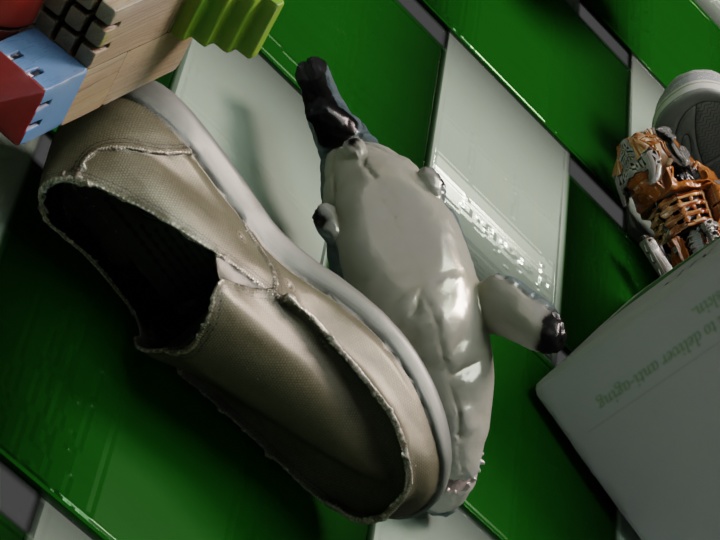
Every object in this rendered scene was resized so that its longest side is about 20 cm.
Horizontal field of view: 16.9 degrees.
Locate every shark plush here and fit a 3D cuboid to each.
[{"bbox_3d":[0.000,0.000,0.993,0.091,0.083,0.200,-25,64,-19],"label":"shark plush"}]

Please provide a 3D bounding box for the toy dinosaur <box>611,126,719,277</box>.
[{"bbox_3d":[0.209,0.011,1.301,0.135,0.102,0.201,-22,97,-47],"label":"toy dinosaur"}]

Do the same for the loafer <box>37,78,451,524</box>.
[{"bbox_3d":[-0.049,0.022,0.885,0.200,0.075,0.070,47,39,-5],"label":"loafer"}]

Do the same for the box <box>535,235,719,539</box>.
[{"bbox_3d":[0.231,0.061,1.132,0.200,0.199,0.171,53,28,1],"label":"box"}]

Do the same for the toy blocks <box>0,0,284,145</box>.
[{"bbox_3d":[-0.144,-0.115,0.829,0.200,0.100,0.137,39,33,10],"label":"toy blocks"}]

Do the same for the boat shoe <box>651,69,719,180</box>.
[{"bbox_3d":[0.225,-0.060,1.398,0.202,0.074,0.065,32,29,-43],"label":"boat shoe"}]
